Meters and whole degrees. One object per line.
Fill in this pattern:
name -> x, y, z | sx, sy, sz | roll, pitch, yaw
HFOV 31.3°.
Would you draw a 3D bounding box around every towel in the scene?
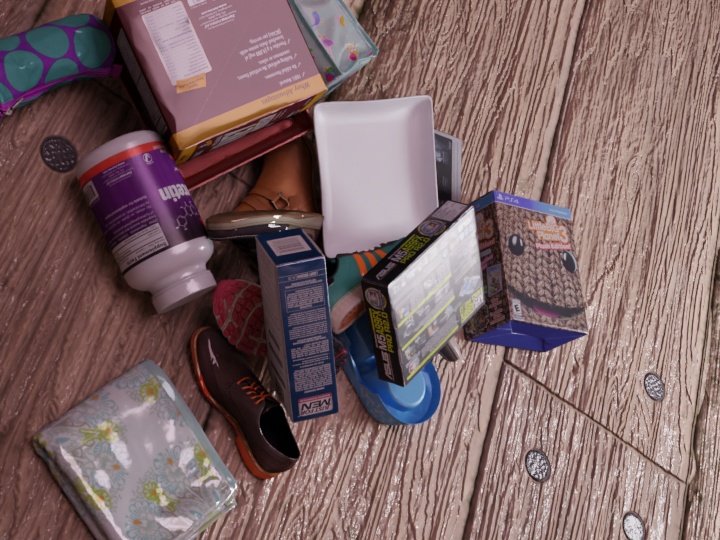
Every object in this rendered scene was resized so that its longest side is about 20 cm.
towel -> -0.243, 0.221, 1.429 | 0.171, 0.048, 0.200 | -37, 94, -43

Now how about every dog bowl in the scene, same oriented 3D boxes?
dog bowl -> 0.026, 0.114, 1.693 | 0.111, 0.050, 0.200 | -28, 89, -43

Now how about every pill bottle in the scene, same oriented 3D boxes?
pill bottle -> -0.245, -0.056, 1.510 | 0.112, 0.112, 0.200 | -24, 86, -43

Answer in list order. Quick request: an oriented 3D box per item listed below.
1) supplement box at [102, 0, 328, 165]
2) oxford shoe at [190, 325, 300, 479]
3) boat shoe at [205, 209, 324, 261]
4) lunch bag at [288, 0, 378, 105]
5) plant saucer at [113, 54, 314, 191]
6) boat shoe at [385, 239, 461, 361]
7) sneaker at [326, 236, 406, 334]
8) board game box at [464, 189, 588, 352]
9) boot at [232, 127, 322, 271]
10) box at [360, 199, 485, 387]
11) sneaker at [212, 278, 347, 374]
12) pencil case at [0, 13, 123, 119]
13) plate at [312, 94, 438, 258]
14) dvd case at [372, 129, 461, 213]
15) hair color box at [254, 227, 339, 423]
supplement box -> -0.177, -0.259, 1.551 | 0.197, 0.133, 0.200 | -25, 92, -15
oxford shoe -> -0.131, 0.149, 1.533 | 0.071, 0.072, 0.200 | -32, 91, -42
boat shoe -> -0.112, -0.040, 1.555 | 0.200, 0.072, 0.065 | -6, 99, -60
lunch bag -> -0.103, -0.316, 1.707 | 0.200, 0.170, 0.122 | 54, 42, -3
plant saucer -> -0.189, -0.225, 1.632 | 0.199, 0.037, 0.200 | -28, 92, -14
boat shoe -> 0.066, 0.048, 1.761 | 0.200, 0.057, 0.067 | 56, 11, -8
sneaker -> 0.000, 0.000, 1.648 | 0.080, 0.071, 0.200 | 38, 45, 14
board game box -> 0.232, 0.004, 1.877 | 0.159, 0.097, 0.201 | 10, 64, -35
boot -> -0.122, -0.103, 1.669 | 0.155, 0.077, 0.200 | -35, 101, -39
box -> 0.084, 0.027, 1.651 | 0.200, 0.044, 0.161 | -43, 136, -38
sneaker -> -0.107, 0.069, 1.582 | 0.200, 0.081, 0.075 | 37, 8, -36
pencil case -> -0.380, -0.236, 1.505 | 0.092, 0.085, 0.200 | 46, 47, 10
plate -> 0.017, -0.126, 1.701 | 0.199, 0.032, 0.201 | -11, 100, -38
dvd case -> 0.076, -0.135, 1.818 | 0.200, 0.025, 0.151 | 13, 75, -49
hair color box -> -0.073, 0.063, 1.487 | 0.060, 0.100, 0.201 | -11, 115, -15
